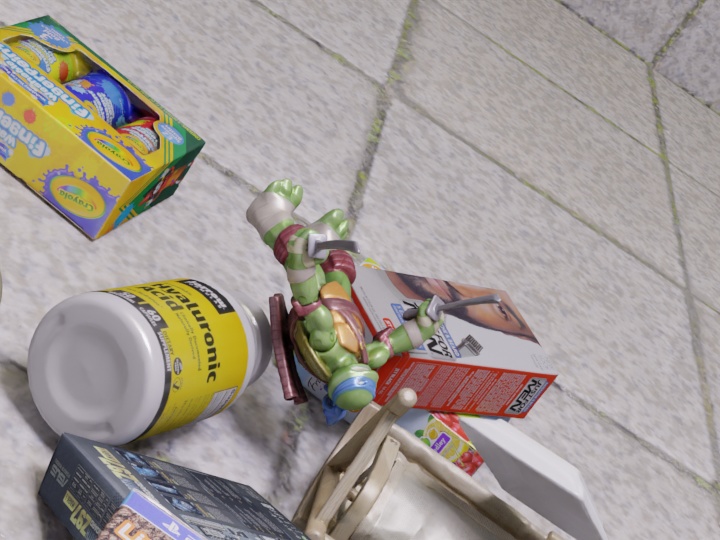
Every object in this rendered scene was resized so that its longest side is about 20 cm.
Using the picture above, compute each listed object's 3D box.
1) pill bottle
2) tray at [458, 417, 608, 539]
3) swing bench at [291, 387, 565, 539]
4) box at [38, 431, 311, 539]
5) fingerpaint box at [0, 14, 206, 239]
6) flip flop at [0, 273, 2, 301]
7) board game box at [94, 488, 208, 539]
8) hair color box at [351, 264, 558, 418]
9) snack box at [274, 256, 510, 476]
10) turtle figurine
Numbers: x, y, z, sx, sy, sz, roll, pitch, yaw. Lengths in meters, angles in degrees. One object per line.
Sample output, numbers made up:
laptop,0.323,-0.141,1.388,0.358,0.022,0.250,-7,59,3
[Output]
pill bottle,-0.148,0.063,1.189,0.111,0.111,0.200,44,20,15
tray,0.137,0.158,1.173,0.107,0.022,0.200,33,-10,25
swing bench,0.062,0.200,1.188,0.199,0.130,0.200,35,-10,-1
box,-0.106,0.177,1.035,0.157,0.051,0.200,22,2,-32
fingerpaint box,-0.262,-0.136,1.436,0.200,0.073,0.167,39,24,5
flip flop,-0.313,0.018,1.118,0.081,0.058,0.200,40,25,8
board game box,-0.150,0.239,0.824,0.097,0.160,0.200,36,24,-2
hair color box,0.064,0.063,1.377,0.199,0.064,0.111,10,37,-40
snack box,0.042,0.094,1.444,0.200,0.068,0.169,40,26,4
turtle figurine,0.000,0.000,1.237,0.143,0.200,0.194,-3,42,-26
